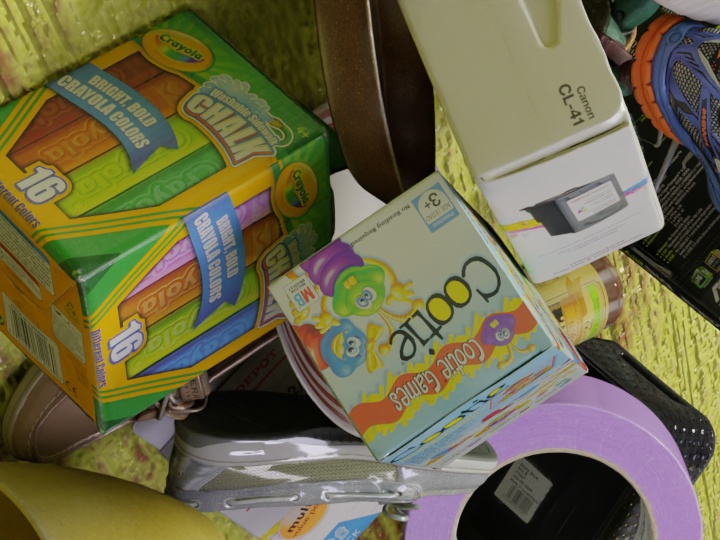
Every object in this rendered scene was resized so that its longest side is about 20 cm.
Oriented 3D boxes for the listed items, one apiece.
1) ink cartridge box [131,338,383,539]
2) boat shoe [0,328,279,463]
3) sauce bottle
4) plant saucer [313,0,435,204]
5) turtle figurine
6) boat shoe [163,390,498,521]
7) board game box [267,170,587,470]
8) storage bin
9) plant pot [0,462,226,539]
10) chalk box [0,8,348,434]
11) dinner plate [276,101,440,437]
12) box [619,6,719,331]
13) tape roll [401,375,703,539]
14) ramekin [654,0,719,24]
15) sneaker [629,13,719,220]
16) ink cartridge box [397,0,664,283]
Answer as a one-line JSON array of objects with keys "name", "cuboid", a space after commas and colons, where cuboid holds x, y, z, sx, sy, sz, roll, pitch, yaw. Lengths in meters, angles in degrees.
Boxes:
[{"name": "ink cartridge box", "cuboid": [-0.046, 0.108, 1.428, 0.115, 0.068, 0.200, -48, 148, -2]}, {"name": "boat shoe", "cuboid": [-0.112, 0.048, 1.286, 0.200, 0.065, 0.071, -38, 147, -17]}, {"name": "sauce bottle", "cuboid": [0.090, 0.042, 1.530, 0.200, 0.065, 0.065, -24, 141, -34]}, {"name": "plant saucer", "cuboid": [0.007, -0.125, 1.175, 0.034, 0.201, 0.200, -5, 146, 10]}, {"name": "turtle figurine", "cuboid": [0.151, -0.127, 1.373, 0.101, 0.150, 0.200, 26, 94, -37]}, {"name": "boat shoe", "cuboid": [-0.017, 0.113, 1.342, 0.201, 0.074, 0.065, 3, 116, -24]}, {"name": "board game box", "cuboid": [0.040, 0.032, 1.169, 0.105, 0.103, 0.200, -34, 170, 5]}, {"name": "storage bin", "cuboid": [0.143, 0.156, 1.647, 0.094, 0.135, 0.200, 12, 115, -55]}, {"name": "plant pot", "cuboid": [-0.148, 0.193, 1.259, 0.142, 0.200, 0.200, -11, 132, -40]}, {"name": "chalk box", "cuboid": [-0.092, -0.038, 1.165, 0.200, 0.125, 0.124, -33, 146, -26]}, {"name": "dinner plate", "cuboid": [0.000, 0.000, 1.318, 0.200, 0.024, 0.201, 15, 72, -53]}, {"name": "box", "cuboid": [0.229, -0.089, 1.438, 0.200, 0.193, 0.048, -49, 146, -1]}, {"name": "tape roll", "cuboid": [0.128, 0.172, 1.536, 0.200, 0.200, 0.066, -58, -170, 15]}, {"name": "ramekin", "cuboid": [0.209, -0.232, 1.263, 0.200, 0.201, 0.105, -23, 176, -36]}, {"name": "sneaker", "cuboid": [0.235, -0.066, 1.304, 0.200, 0.078, 0.075, 40, 77, -31]}, {"name": "ink cartridge box", "cuboid": [0.085, -0.093, 1.166, 0.085, 0.148, 0.200, -24, 162, 7]}]
